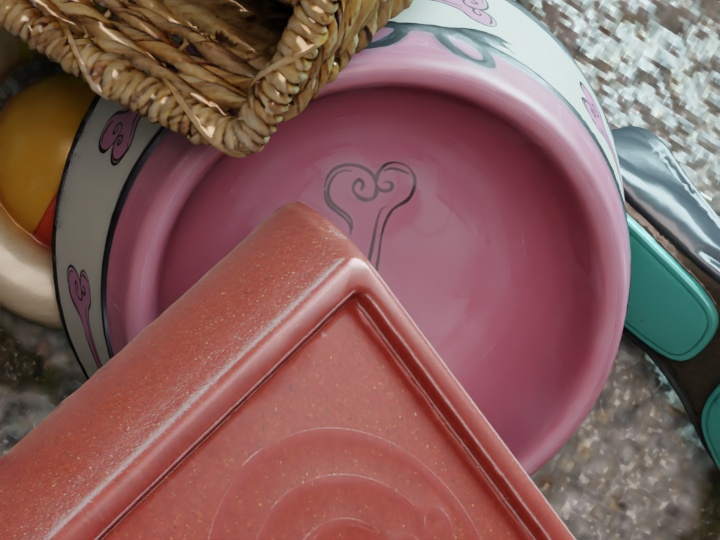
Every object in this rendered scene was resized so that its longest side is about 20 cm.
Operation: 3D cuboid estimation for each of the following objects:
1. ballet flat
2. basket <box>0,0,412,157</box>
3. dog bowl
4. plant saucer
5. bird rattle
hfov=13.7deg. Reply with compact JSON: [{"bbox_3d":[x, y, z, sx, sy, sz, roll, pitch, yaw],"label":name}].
[{"bbox_3d":[0.140,0.025,1.076,0.073,0.073,0.200,-38,81,-19],"label":"ballet flat"},{"bbox_3d":[-0.063,-0.158,0.910,0.200,0.143,0.149,32,51,17],"label":"basket"},{"bbox_3d":[0.000,0.000,0.993,0.199,0.074,0.201,-4,111,-10],"label":"dog bowl"},{"bbox_3d":[-0.007,0.102,0.881,0.200,0.037,0.200,54,50,-9],"label":"plant saucer"},{"bbox_3d":[-0.080,-0.054,1.048,0.200,0.113,0.163,36,82,-16],"label":"bird rattle"}]
